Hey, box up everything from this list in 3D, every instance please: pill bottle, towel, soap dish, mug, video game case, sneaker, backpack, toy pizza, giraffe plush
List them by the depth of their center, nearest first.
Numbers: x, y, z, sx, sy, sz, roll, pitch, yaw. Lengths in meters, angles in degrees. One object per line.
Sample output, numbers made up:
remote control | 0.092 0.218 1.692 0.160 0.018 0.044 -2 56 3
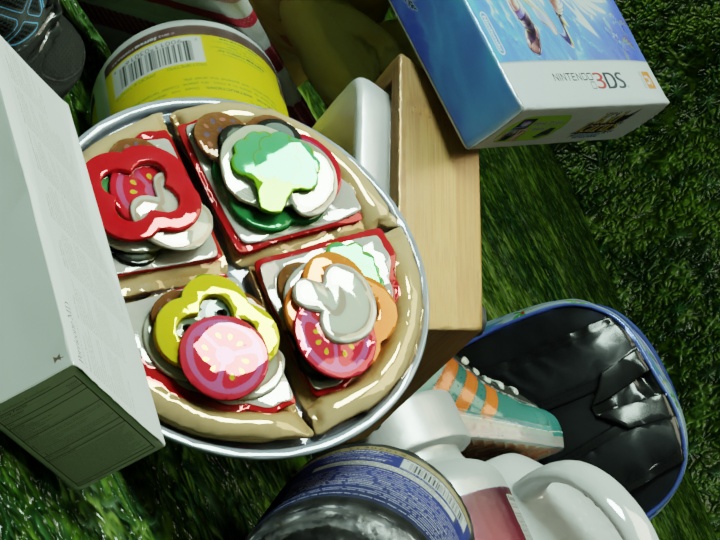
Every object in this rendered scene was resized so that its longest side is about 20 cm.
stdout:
toy pizza | -0.058 -0.004 1.121 0.201 0.199 0.032 67 -30 24
pill bottle | -0.006 0.155 1.127 0.112 0.111 0.200 62 10 -3
sneaker | -0.170 -0.137 1.137 0.074 0.082 0.200 65 9 21
pill bottle | -0.082 -0.037 1.245 0.109 0.109 0.201 55 13 -39
soap dish | 0.000 0.000 1.283 0.200 0.081 0.158 132 -37 -57
video game case | 0.073 -0.165 1.300 0.181 0.045 0.201 -8 69 -58
pill bottle | 0.050 0.178 1.358 0.201 0.109 0.110 66 10 16
towel | -0.100 -0.136 1.367 0.143 0.023 0.200 20 -25 32
giraffe plush | -0.029 -0.156 1.421 0.162 0.199 0.174 145 -48 -63
mug | 0.119 0.196 1.451 0.147 0.200 0.176 -20 67 -36
sneaker | 0.050 0.077 1.494 0.199 0.071 0.080 13 63 -37
backpack | 0.123 0.117 1.629 0.184 0.199 0.147 63 10 8

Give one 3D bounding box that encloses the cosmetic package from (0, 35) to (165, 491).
cosmetic package | -0.146 -0.010 1.020 0.083 0.050 0.201 53 14 -53
